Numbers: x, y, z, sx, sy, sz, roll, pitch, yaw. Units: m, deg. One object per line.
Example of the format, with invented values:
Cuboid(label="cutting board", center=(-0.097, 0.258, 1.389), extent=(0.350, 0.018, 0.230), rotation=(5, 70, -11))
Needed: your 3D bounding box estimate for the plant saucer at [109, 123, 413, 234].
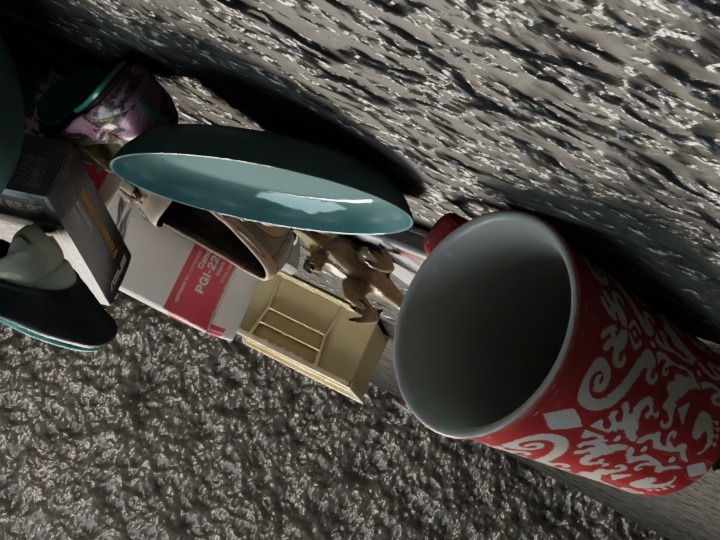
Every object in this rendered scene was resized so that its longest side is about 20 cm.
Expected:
Cuboid(label="plant saucer", center=(-0.061, -0.059, 1.055), extent=(0.198, 0.028, 0.200), rotation=(10, 172, 1))

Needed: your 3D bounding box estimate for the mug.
Cuboid(label="mug", center=(0.132, 0.042, 1.007), extent=(0.133, 0.179, 0.199), rotation=(-26, 144, 34))

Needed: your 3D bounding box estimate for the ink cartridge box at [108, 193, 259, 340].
Cuboid(label="ink cartridge box", center=(-0.197, -0.019, 1.479), extent=(0.199, 0.085, 0.146), rotation=(25, 177, 6))

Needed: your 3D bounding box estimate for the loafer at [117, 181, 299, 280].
Cuboid(label="loafer", center=(-0.147, -0.057, 1.378), extent=(0.198, 0.063, 0.072), rotation=(24, 146, 1))

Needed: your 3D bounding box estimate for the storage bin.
Cuboid(label="storage bin", center=(-0.072, 0.075, 2.062), extent=(0.197, 0.094, 0.200), rotation=(25, 174, 9))

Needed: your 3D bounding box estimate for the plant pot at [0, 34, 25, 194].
Cuboid(label="plant pot", center=(-0.309, -0.104, 1.058), extent=(0.199, 0.202, 0.161), rotation=(24, 170, 18))

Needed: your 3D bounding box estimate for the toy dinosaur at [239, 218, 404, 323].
Cuboid(label="toy dinosaur", center=(0.000, 0.000, 1.239), extent=(0.199, 0.058, 0.101), rotation=(37, -174, -15))

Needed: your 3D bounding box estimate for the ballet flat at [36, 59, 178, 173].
Cuboid(label="ballet flat", center=(-0.175, -0.104, 1.143), extent=(0.071, 0.069, 0.200), rotation=(48, 164, -18))

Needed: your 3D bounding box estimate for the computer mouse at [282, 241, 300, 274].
Cuboid(label="computer mouse", center=(-0.098, -0.038, 1.506), extent=(0.109, 0.044, 0.200), rotation=(31, 177, -24))

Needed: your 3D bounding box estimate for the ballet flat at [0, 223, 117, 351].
Cuboid(label="ballet flat", center=(-0.259, -0.007, 1.144), extent=(0.198, 0.074, 0.073), rotation=(22, 173, 7))

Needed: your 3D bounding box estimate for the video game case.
Cuboid(label="video game case", center=(0.085, 0.012, 1.248), extent=(0.181, 0.023, 0.200), rotation=(22, 171, 38))

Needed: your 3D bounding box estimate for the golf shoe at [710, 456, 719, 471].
Cuboid(label="golf shoe", center=(0.287, 0.118, 1.127), extent=(0.199, 0.078, 0.095), rotation=(29, -169, -2))

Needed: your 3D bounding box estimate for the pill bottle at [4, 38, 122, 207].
Cuboid(label="pill bottle", center=(-0.283, -0.116, 1.273), extent=(0.199, 0.120, 0.119), rotation=(29, 173, -21))

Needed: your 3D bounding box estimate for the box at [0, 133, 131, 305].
Cuboid(label="box", center=(-0.285, -0.050, 1.209), extent=(0.198, 0.049, 0.159), rotation=(11, 153, 16))
